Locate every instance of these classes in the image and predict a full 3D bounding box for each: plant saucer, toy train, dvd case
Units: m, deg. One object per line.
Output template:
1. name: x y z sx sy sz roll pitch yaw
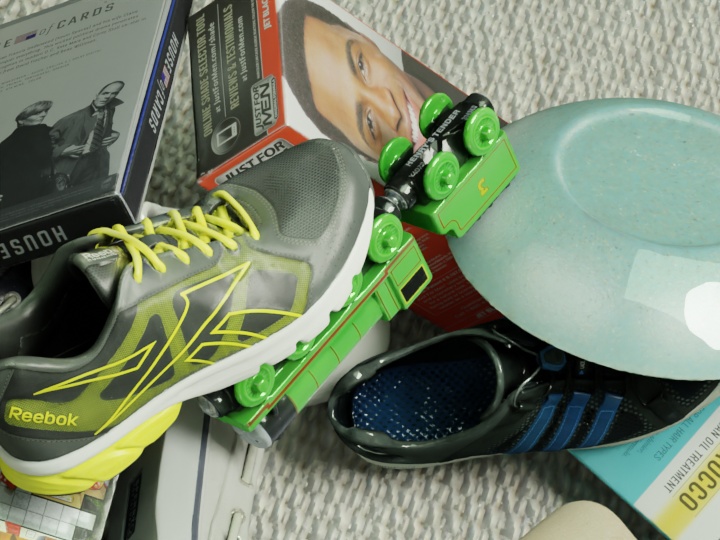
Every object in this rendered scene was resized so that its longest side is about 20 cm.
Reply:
1. plant saucer: 0.139 -0.030 1.195 0.200 0.039 0.201 5 39 -4
2. toy train: 0.000 0.000 1.137 0.042 0.056 0.200 21 60 41
3. dvd case: -0.158 -0.063 1.181 0.150 0.025 0.200 -16 32 16

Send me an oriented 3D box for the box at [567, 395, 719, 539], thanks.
1. box: 0.175 0.101 1.227 0.200 0.049 0.082 41 91 14

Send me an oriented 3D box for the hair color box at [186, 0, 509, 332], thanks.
1. hair color box: 0.007 -0.053 1.238 0.200 0.061 0.102 30 42 -41

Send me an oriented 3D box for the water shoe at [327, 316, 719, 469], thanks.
1. water shoe: 0.083 0.053 1.184 0.199 0.079 0.072 -17 82 9

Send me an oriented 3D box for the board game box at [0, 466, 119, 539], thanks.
1. board game box: -0.165 0.122 1.077 0.104 0.023 0.201 17 68 -9

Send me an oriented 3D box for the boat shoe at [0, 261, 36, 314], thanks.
1. boat shoe: -0.159 0.033 1.170 0.093 0.075 0.200 41 57 3

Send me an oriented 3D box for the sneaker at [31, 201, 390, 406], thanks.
1. sneaker: -0.048 0.011 1.179 0.200 0.088 0.076 15 61 -41

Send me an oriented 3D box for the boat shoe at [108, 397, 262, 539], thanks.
1. boat shoe: -0.075 0.135 1.109 0.066 0.072 0.200 24 41 -20

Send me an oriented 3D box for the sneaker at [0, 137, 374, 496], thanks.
1. sneaker: -0.076 0.009 1.058 0.200 0.085 0.074 -42 51 -13

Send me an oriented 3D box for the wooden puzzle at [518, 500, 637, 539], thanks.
1. wooden puzzle: 0.111 0.207 1.084 0.200 0.037 0.185 47 47 10
